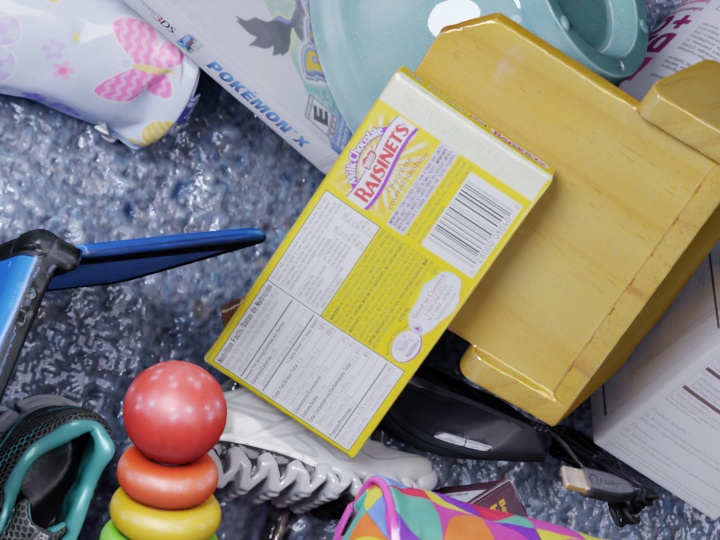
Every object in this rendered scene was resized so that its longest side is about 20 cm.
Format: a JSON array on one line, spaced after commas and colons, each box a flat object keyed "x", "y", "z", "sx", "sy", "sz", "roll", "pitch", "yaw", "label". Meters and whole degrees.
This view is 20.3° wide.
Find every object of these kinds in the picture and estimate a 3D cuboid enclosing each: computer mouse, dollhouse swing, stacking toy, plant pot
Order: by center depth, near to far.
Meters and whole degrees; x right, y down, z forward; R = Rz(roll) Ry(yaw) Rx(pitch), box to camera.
[{"x": -0.105, "y": 0.141, "z": 1.072, "sx": 0.085, "sy": 0.085, "sz": 0.200, "roll": -2, "pitch": 111, "yaw": -30, "label": "stacking toy"}, {"x": 0.113, "y": -0.049, "z": 1.158, "sx": 0.176, "sy": 0.200, "sz": 0.182, "roll": 38, "pitch": 26, "yaw": 12, "label": "dollhouse swing"}, {"x": 0.086, "y": -0.147, "z": 1.201, "sx": 0.200, "sy": 0.134, "sz": 0.200, "roll": 28, "pitch": 51, "yaw": -41, "label": "plant pot"}, {"x": 0.081, "y": 0.107, "z": 1.207, "sx": 0.200, "sy": 0.140, "sz": 0.046, "roll": 24, "pitch": 96, "yaw": -27, "label": "computer mouse"}]

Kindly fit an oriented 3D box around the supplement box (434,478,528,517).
[{"x": 0.016, "y": 0.216, "z": 1.174, "sx": 0.200, "sy": 0.086, "sz": 0.110, "roll": -27, "pitch": 96, "yaw": -30, "label": "supplement box"}]

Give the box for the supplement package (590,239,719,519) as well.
[{"x": 0.249, "y": 0.042, "z": 1.253, "sx": 0.110, "sy": 0.200, "sz": 0.114, "roll": 33, "pitch": 35, "yaw": -22, "label": "supplement package"}]

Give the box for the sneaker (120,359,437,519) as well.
[{"x": -0.042, "y": 0.099, "z": 1.171, "sx": 0.200, "sy": 0.075, "sz": 0.081, "roll": 11, "pitch": 68, "yaw": -28, "label": "sneaker"}]

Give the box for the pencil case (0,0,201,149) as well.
[{"x": -0.188, "y": -0.131, "z": 1.112, "sx": 0.200, "sy": 0.091, "sz": 0.083, "roll": 15, "pitch": 36, "yaw": -28, "label": "pencil case"}]

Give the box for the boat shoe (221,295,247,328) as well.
[{"x": 0.000, "y": 0.000, "z": 1.211, "sx": 0.200, "sy": 0.076, "sz": 0.074, "roll": -14, "pitch": 84, "yaw": -39, "label": "boat shoe"}]

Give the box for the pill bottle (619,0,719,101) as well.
[{"x": 0.214, "y": -0.101, "z": 1.319, "sx": 0.200, "sy": 0.113, "sz": 0.113, "roll": -44, "pitch": 105, "yaw": -27, "label": "pill bottle"}]

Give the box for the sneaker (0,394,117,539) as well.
[{"x": -0.196, "y": 0.147, "z": 1.060, "sx": 0.078, "sy": 0.091, "sz": 0.200, "roll": 37, "pitch": 67, "yaw": -19, "label": "sneaker"}]

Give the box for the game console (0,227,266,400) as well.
[{"x": -0.163, "y": 0.043, "z": 1.031, "sx": 0.118, "sy": 0.200, "sz": 0.171, "roll": 28, "pitch": 70, "yaw": -23, "label": "game console"}]

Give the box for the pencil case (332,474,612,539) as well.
[{"x": 0.077, "y": 0.173, "z": 1.121, "sx": 0.200, "sy": 0.088, "sz": 0.088, "roll": 19, "pitch": 74, "yaw": -28, "label": "pencil case"}]

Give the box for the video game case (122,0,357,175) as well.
[{"x": -0.056, "y": -0.182, "z": 1.171, "sx": 0.182, "sy": 0.022, "sz": 0.200, "roll": 40, "pitch": 45, "yaw": -33, "label": "video game case"}]

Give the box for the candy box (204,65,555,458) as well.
[{"x": 0.009, "y": -0.002, "z": 1.098, "sx": 0.102, "sy": 0.026, "sz": 0.200, "roll": 35, "pitch": 109, "yaw": 1, "label": "candy box"}]
